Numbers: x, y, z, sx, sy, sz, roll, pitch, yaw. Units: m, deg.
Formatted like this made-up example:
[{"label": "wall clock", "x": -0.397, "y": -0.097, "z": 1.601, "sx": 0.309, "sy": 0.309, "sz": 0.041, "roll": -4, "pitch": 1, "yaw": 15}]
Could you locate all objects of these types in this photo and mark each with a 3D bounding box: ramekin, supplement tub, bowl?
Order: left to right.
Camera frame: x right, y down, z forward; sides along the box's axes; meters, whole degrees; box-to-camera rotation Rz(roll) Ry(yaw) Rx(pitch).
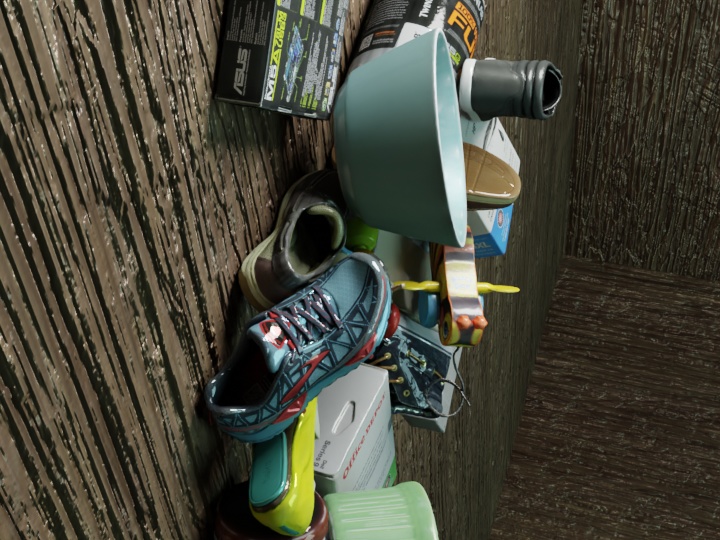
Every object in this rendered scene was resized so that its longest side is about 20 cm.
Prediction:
[{"label": "supplement tub", "x": -0.084, "y": 0.301, "z": 1.117, "sx": 0.107, "sy": 0.105, "sz": 0.203, "roll": -51, "pitch": 148, "yaw": -61}, {"label": "ramekin", "x": 0.010, "y": 0.305, "z": 1.156, "sx": 0.200, "sy": 0.096, "sz": 0.204, "roll": 180, "pitch": -90, "yaw": -80}, {"label": "bowl", "x": 0.036, "y": -0.117, "z": 1.123, "sx": 0.201, "sy": 0.103, "sz": 0.205, "roll": -5, "pitch": 90, "yaw": -80}, {"label": "supplement tub", "x": 0.062, "y": -0.246, "z": 1.282, "sx": 0.123, "sy": 0.120, "sz": 0.202, "roll": 76, "pitch": 28, "yaw": -58}]

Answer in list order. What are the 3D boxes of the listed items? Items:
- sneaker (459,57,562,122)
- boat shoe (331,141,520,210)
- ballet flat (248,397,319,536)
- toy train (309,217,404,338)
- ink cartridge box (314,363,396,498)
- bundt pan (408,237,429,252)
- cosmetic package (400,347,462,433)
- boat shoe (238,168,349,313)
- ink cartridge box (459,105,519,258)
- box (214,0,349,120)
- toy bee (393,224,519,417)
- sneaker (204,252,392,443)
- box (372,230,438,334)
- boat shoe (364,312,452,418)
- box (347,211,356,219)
[{"label": "sneaker", "x": 0.169, "y": -0.189, "z": 1.294, "sx": 0.200, "sy": 0.097, "sz": 0.072, "roll": -22, "pitch": 120, "yaw": -75}, {"label": "boat shoe", "x": 0.066, "y": -0.089, "z": 1.256, "sx": 0.073, "sy": 0.196, "sz": 0.073, "roll": 94, "pitch": 4, "yaw": -50}, {"label": "ballet flat", "x": -0.065, "y": 0.153, "z": 1.089, "sx": 0.067, "sy": 0.066, "sz": 0.202, "roll": 47, "pitch": 27, "yaw": -33}, {"label": "toy train", "x": 0.000, "y": 0.000, "z": 1.151, "sx": 0.200, "sy": 0.084, "sz": 0.118, "roll": -38, "pitch": -139, "yaw": 54}, {"label": "ink cartridge box", "x": -0.026, "y": 0.210, "z": 1.304, "sx": 0.202, "sy": 0.083, "sz": 0.147, "roll": 84, "pitch": 27, "yaw": -47}, {"label": "bundt pan", "x": 0.057, "y": -0.046, "z": 1.495, "sx": 0.202, "sy": 0.074, "sz": 0.206, "roll": 9, "pitch": 90, "yaw": -76}, {"label": "cosmetic package", "x": 0.095, "y": 0.088, "z": 1.474, "sx": 0.083, "sy": 0.050, "sz": 0.203, "roll": 54, "pitch": 46, "yaw": -68}, {"label": "boat shoe", "x": -0.042, "y": -0.034, "z": 1.095, "sx": 0.072, "sy": 0.065, "sz": 0.202, "roll": 55, "pitch": 36, "yaw": -18}, {"label": "ink cartridge box", "x": 0.106, "y": -0.129, "z": 1.390, "sx": 0.200, "sy": 0.083, "sz": 0.148, "roll": 53, "pitch": 42, "yaw": -46}, {"label": "box", "x": -0.054, "y": -0.230, "z": 0.999, "sx": 0.193, "sy": 0.047, "sz": 0.204, "roll": -13, "pitch": 113, "yaw": -72}, {"label": "toy bee", "x": 0.110, "y": 0.037, "z": 1.268, "sx": 0.109, "sy": 0.129, "sz": 0.203, "roll": 137, "pitch": -67, "yaw": -73}, {"label": "sneaker", "x": -0.052, "y": 0.063, "z": 1.013, "sx": 0.200, "sy": 0.079, "sz": 0.095, "roll": -49, "pitch": 154, "yaw": 1}, {"label": "box", "x": 0.040, "y": 0.016, "z": 1.340, "sx": 0.199, "sy": 0.068, "sz": 0.084, "roll": 34, "pitch": 62, "yaw": -50}, {"label": "boat shoe", "x": 0.028, "y": 0.098, "z": 1.309, "sx": 0.199, "sy": 0.070, "sz": 0.092, "roll": 23, "pitch": 64, "yaw": -40}, {"label": "box", "x": 0.022, "y": -0.126, "z": 1.372, "sx": 0.042, "sy": 0.038, "sz": 0.202, "roll": 80, "pitch": 24, "yaw": -46}]
